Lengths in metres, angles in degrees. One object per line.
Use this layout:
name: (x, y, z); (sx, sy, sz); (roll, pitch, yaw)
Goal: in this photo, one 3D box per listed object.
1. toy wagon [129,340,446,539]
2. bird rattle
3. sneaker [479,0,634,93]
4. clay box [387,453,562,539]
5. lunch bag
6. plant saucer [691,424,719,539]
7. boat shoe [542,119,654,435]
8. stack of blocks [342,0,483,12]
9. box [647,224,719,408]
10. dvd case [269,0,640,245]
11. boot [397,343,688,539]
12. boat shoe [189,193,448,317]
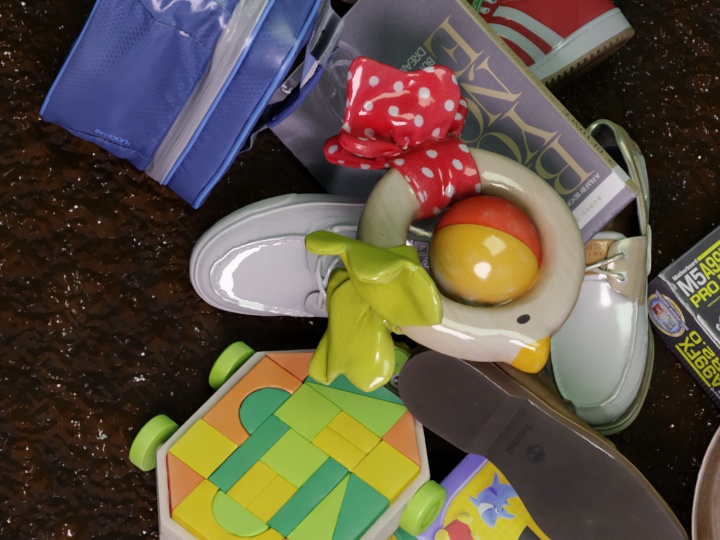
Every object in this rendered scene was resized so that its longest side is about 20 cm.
toy wagon: (-0.026, 0.099, 1.282); (0.155, 0.040, 0.200); (34, 58, 18)
bird rattle: (0.045, -0.018, 1.260); (0.162, 0.113, 0.201); (21, 47, -3)
sneaker: (0.076, -0.154, 1.445); (0.199, 0.071, 0.113); (-30, 84, -37)
clay box: (0.123, 0.187, 1.319); (0.200, 0.048, 0.115); (44, 60, 5)
lunch bag: (-0.083, -0.141, 1.305); (0.132, 0.200, 0.136); (30, 55, -8)
plant saucer: (0.284, 0.143, 1.372); (0.199, 0.037, 0.202); (-2, 96, -17)
boat shoe: (0.142, 0.001, 1.388); (0.074, 0.069, 0.201); (-4, 57, 13)
stack of blocks: (-0.007, -0.232, 1.418); (0.198, 0.059, 0.116); (15, 60, 10)
box: (0.295, 0.022, 1.464); (0.200, 0.044, 0.160); (-36, 82, -30)
dvd case: (0.050, -0.071, 1.362); (0.200, 0.149, 0.016); (47, 27, 4)
boot: (0.114, 0.097, 1.297); (0.200, 0.074, 0.076); (42, 32, -4)
boat shoe: (0.000, 0.000, 1.317); (0.198, 0.069, 0.073); (2, 109, -4)
